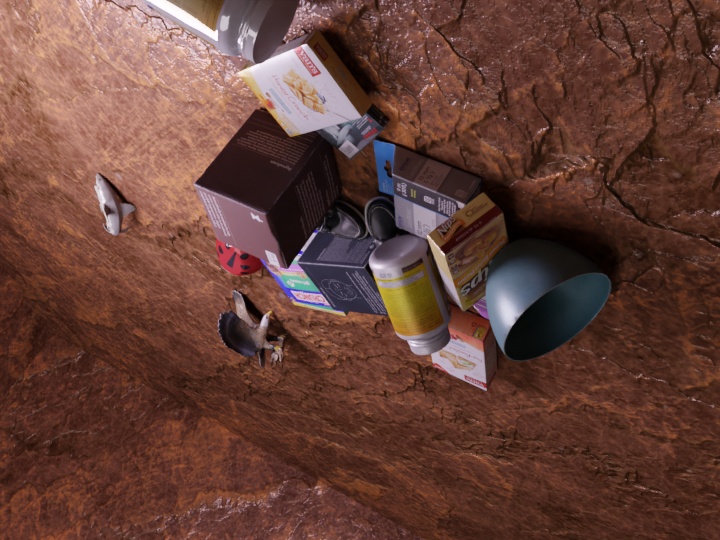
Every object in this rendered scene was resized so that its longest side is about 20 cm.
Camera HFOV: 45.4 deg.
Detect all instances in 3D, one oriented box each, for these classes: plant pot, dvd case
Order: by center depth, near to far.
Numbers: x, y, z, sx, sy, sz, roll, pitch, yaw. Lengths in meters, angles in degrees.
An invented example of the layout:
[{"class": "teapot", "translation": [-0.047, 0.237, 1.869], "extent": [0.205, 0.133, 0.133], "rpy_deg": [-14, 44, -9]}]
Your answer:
[{"class": "plant pot", "translation": [0.278, 0.027, 1.374], "extent": [0.135, 0.198, 0.201], "rpy_deg": [58, 169, 34]}, {"class": "dvd case", "translation": [-0.060, -0.276, 1.414], "extent": [0.200, 0.022, 0.146], "rpy_deg": [41, 153, -9]}]

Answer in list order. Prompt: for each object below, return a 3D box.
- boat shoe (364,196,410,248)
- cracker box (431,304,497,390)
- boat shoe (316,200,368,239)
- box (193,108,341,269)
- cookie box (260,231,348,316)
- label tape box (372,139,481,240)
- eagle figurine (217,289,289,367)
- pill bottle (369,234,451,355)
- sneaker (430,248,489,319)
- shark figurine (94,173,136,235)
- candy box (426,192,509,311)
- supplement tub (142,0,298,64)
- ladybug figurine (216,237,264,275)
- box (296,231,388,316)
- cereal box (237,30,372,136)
[{"class": "boat shoe", "translation": [0.065, -0.041, 1.569], "extent": [0.075, 0.061, 0.201], "rpy_deg": [-24, 118, 13]}, {"class": "cracker box", "translation": [0.211, 0.156, 1.781], "extent": [0.133, 0.058, 0.201], "rpy_deg": [22, 152, 25]}, {"class": "boat shoe", "translation": [-0.079, -0.108, 1.645], "extent": [0.198, 0.066, 0.075], "rpy_deg": [32, 123, 17]}, {"class": "box", "translation": [-0.160, -0.148, 1.544], "extent": [0.163, 0.201, 0.167], "rpy_deg": [23, 151, 23]}, {"class": "cookie box", "translation": [-0.117, -0.001, 1.881], "extent": [0.170, 0.076, 0.201], "rpy_deg": [9, 145, 40]}, {"class": "label tape box", "translation": [0.099, -0.123, 1.436], "extent": [0.198, 0.066, 0.144], "rpy_deg": [23, 152, 19]}, {"class": "eagle figurine", "translation": [-0.288, 0.160, 2.307], "extent": [0.198, 0.152, 0.152], "rpy_deg": [27, 165, -9]}, {"class": "pill bottle", "translation": [0.095, 0.046, 1.518], "extent": [0.109, 0.109, 0.202], "rpy_deg": [5, 125, 45]}, {"class": "sneaker", "translation": [0.197, 0.036, 1.585], "extent": [0.199, 0.073, 0.115], "rpy_deg": [27, 158, 19]}, {"class": "shark figurine", "translation": [-0.630, -0.144, 2.252], "extent": [0.216, 0.089, 0.129], "rpy_deg": [93, 152, -51]}, {"class": "candy box", "translation": [0.183, -0.026, 1.400], "extent": [0.055, 0.115, 0.200], "rpy_deg": [51, 175, 32]}, {"class": "supplement tub", "translation": [-0.202, -0.400, 1.233], "extent": [0.199, 0.145, 0.145], "rpy_deg": [32, 154, 5]}, {"class": "ladybug figurine", "translation": [-0.283, -0.045, 2.005], "extent": [0.135, 0.072, 0.200], "rpy_deg": [34, 154, 1]}, {"class": "box", "translation": [0.000, 0.000, 1.710], "extent": [0.199, 0.108, 0.149], "rpy_deg": [4, 141, 45]}, {"class": "cereal box", "translation": [-0.090, -0.289, 1.359], "extent": [0.199, 0.040, 0.144], "rpy_deg": [-3, 134, 52]}]
